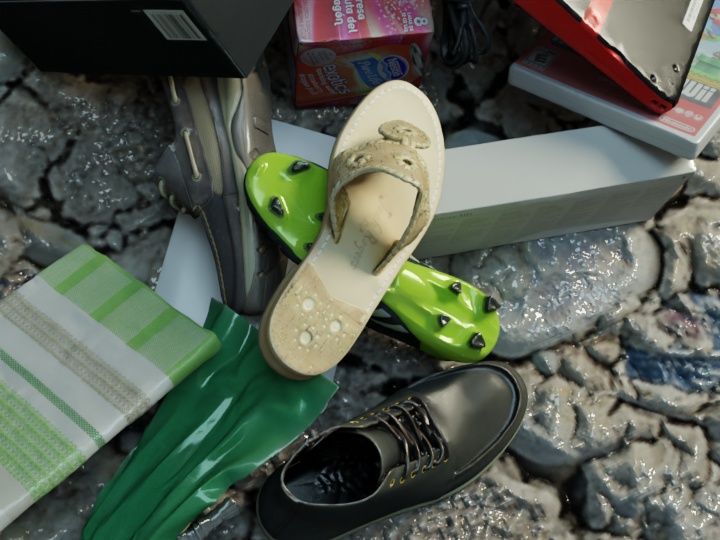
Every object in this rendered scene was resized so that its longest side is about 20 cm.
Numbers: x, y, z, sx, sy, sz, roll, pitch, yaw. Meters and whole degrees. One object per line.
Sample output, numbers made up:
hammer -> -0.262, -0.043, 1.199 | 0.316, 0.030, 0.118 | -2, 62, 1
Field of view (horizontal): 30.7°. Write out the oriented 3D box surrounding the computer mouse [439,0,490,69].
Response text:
computer mouse -> 0.064, -0.226, 0.933 | 0.044, 0.110, 0.200 | -11, 26, 12

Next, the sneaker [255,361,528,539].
sneaker -> 0.033, 0.109, 0.813 | 0.200, 0.106, 0.075 | -29, 78, -20

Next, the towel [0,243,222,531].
towel -> -0.200, 0.076, 0.789 | 0.200, 0.031, 0.149 | -39, 50, -23

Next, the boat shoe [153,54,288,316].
boat shoe -> -0.094, -0.065, 0.867 | 0.073, 0.074, 0.200 | -10, 77, 15

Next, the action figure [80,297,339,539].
action figure -> -0.108, 0.126, 0.794 | 0.118, 0.055, 0.200 | 32, 81, 39

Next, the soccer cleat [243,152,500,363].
soccer cleat -> 0.000, 0.000, 0.843 | 0.200, 0.081, 0.068 | 37, 64, -15

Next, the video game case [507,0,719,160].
video game case -> 0.216, -0.161, 0.946 | 0.143, 0.017, 0.200 | 27, 48, 22

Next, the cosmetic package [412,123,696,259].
cosmetic package -> 0.122, -0.058, 0.908 | 0.200, 0.083, 0.051 | -10, 72, -16

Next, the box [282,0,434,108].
box -> -0.011, -0.227, 0.930 | 0.095, 0.100, 0.200 | -5, 71, -7

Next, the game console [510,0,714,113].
game console -> 0.172, -0.224, 0.904 | 0.177, 0.031, 0.200 | 38, 55, -16

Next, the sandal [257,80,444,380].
sandal -> 0.012, -0.033, 0.770 | 0.078, 0.070, 0.212 | 33, 65, -15

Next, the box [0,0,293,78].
box -> -0.133, -0.202, 0.854 | 0.200, 0.079, 0.141 | 9, 63, 38

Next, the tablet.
tablet -> -0.065, -0.010, 0.889 | 0.130, 0.014, 0.200 | 15, 67, -5
